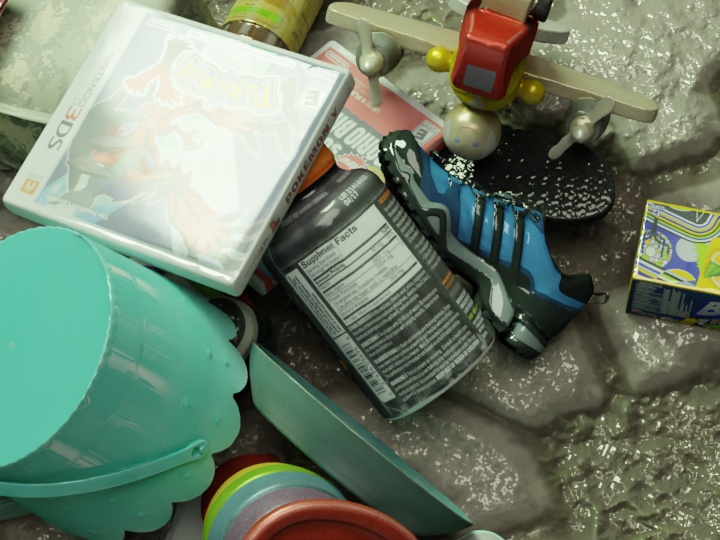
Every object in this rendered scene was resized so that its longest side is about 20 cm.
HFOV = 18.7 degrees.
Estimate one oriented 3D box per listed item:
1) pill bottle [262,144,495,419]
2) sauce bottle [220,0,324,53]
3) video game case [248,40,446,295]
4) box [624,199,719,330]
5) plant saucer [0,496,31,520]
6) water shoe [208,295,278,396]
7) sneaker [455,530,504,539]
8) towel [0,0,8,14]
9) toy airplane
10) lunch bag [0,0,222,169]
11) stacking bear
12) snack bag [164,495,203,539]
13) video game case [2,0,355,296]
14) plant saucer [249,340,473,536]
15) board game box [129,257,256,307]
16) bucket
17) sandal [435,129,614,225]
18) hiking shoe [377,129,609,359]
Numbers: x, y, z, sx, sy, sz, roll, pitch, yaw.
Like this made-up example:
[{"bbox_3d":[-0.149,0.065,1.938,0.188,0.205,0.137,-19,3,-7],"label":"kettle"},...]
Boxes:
[{"bbox_3d":[0.000,0.000,1.578,0.106,0.106,0.200,-39,97,-15],"label":"pill bottle"},{"bbox_3d":[-0.054,-0.237,1.750,0.064,0.065,0.201,18,59,10],"label":"sauce bottle"},{"bbox_3d":[-0.047,-0.083,1.681,0.200,0.017,0.143,-40,57,-18],"label":"video game case"},{"bbox_3d":[0.303,0.008,1.628,0.199,0.064,0.070,11,66,6],"label":"box"},{"bbox_3d":[-0.287,0.088,1.615,0.070,0.019,0.201,-14,72,13],"label":"plant saucer"},{"bbox_3d":[-0.138,0.105,1.595,0.200,0.079,0.072,-43,62,11],"label":"water shoe"},{"bbox_3d":[0.046,0.242,1.470,0.078,0.140,0.200,41,67,6],"label":"sneaker"},{"bbox_3d":[-0.347,-0.159,1.676,0.200,0.023,0.144,-7,53,50],"label":"towel"},{"bbox_3d":[0.096,-0.153,1.648,0.200,0.199,0.142,21,96,49],"label":"toy airplane"},{"bbox_3d":[-0.234,-0.162,1.690,0.199,0.118,0.165,14,66,19],"label":"lunch bag"},{"bbox_3d":[-0.056,0.180,1.479,0.114,0.200,0.122,35,89,-19],"label":"stacking bear"},{"bbox_3d":[-0.070,0.258,1.548,0.199,0.021,0.189,18,68,10],"label":"snack bag"},{"bbox_3d":[-0.129,-0.091,1.548,0.199,0.023,0.183,19,70,23],"label":"video game case"},{"bbox_3d":[-0.009,0.125,1.518,0.200,0.200,0.036,40,89,18],"label":"plant saucer"},{"bbox_3d":[-0.181,0.048,1.647,0.200,0.030,0.096,-29,67,-14],"label":"board game box"},{"bbox_3d":[-0.197,0.077,1.502,0.207,0.135,0.208,-18,57,30],"label":"bucket"},{"bbox_3d":[0.103,-0.071,1.685,0.200,0.048,0.076,11,63,21],"label":"sandal"},{"bbox_3d":[0.092,-0.032,1.621,0.087,0.074,0.200,-39,99,-5],"label":"hiking shoe"}]
